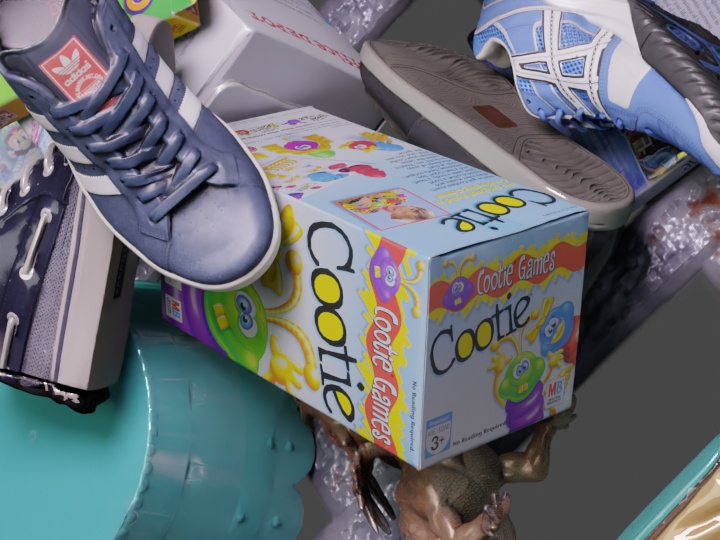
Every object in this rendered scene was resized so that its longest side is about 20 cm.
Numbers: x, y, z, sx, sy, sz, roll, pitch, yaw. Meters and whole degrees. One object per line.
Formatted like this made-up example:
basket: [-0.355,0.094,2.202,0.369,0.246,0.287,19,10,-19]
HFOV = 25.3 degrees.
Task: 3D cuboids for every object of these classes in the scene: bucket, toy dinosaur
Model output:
bucket: [-0.141,0.101,0.917,0.206,0.135,0.209,-10,73,34]
toy dinosaur: [0.045,0.135,0.812,0.135,0.086,0.201,-14,89,45]

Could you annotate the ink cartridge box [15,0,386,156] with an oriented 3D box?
ink cartridge box: [-0.108,-0.118,0.933,0.145,0.145,0.200,-52,55,16]

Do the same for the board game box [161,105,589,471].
board game box: [0.000,0.000,0.782,0.200,0.104,0.104,25,122,44]

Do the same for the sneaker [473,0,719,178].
sneaker: [0.128,-0.095,0.785,0.077,0.075,0.200,-59,44,19]

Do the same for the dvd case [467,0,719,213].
dvd case: [0.158,-0.126,0.819,0.200,0.018,0.143,-38,60,25]

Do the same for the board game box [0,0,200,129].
board game box: [-0.159,-0.147,0.869,0.199,0.030,0.096,-22,69,35]

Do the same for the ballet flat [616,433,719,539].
ballet flat: [0.191,0.083,0.733,0.063,0.069,0.200,38,107,7]

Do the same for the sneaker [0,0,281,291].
sneaker: [-0.113,-0.074,0.714,0.075,0.085,0.200,-42,79,-2]

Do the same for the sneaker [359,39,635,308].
sneaker: [0.050,-0.040,0.838,0.200,0.074,0.107,47,130,42]

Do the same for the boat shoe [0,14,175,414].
boat shoe: [-0.156,-0.035,0.803,0.092,0.075,0.201,13,93,9]

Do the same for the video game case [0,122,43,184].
video game case: [-0.258,-0.029,1.031,0.200,0.024,0.182,-38,63,-11]
